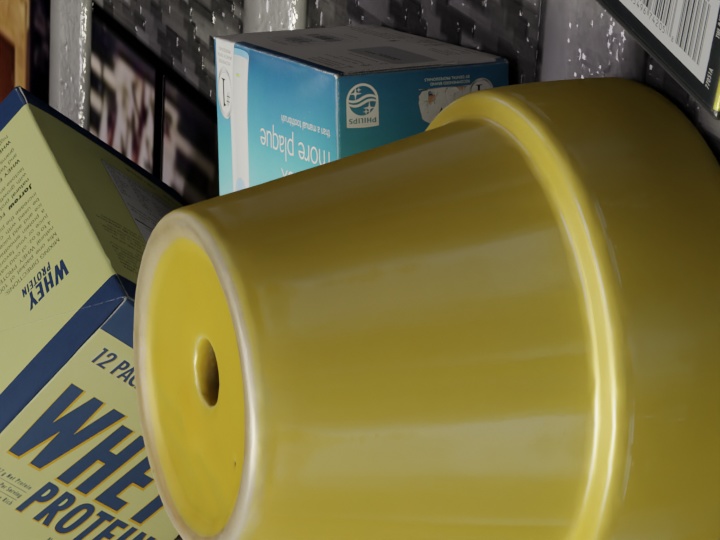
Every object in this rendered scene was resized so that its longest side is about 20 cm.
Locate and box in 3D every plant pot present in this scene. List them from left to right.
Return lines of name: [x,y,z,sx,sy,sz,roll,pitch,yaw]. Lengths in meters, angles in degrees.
plant pot: [0.023,0.032,1.042,0.201,0.188,0.202,175,90,-67]

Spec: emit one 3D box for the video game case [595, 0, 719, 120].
video game case: [0.108,-0.180,0.997,0.200,0.025,0.182,-126,37,-51]

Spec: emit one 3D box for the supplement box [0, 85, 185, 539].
supplement box: [-0.171,0.054,1.465,0.200,0.134,0.200,-47,41,12]

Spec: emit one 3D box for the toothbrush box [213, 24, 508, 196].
toothbrush box: [0.000,0.000,1.221,0.146,0.085,0.201,-154,59,-64]

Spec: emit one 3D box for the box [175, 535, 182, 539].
box: [-0.125,0.234,1.560,0.103,0.094,0.201,-153,60,-62]
